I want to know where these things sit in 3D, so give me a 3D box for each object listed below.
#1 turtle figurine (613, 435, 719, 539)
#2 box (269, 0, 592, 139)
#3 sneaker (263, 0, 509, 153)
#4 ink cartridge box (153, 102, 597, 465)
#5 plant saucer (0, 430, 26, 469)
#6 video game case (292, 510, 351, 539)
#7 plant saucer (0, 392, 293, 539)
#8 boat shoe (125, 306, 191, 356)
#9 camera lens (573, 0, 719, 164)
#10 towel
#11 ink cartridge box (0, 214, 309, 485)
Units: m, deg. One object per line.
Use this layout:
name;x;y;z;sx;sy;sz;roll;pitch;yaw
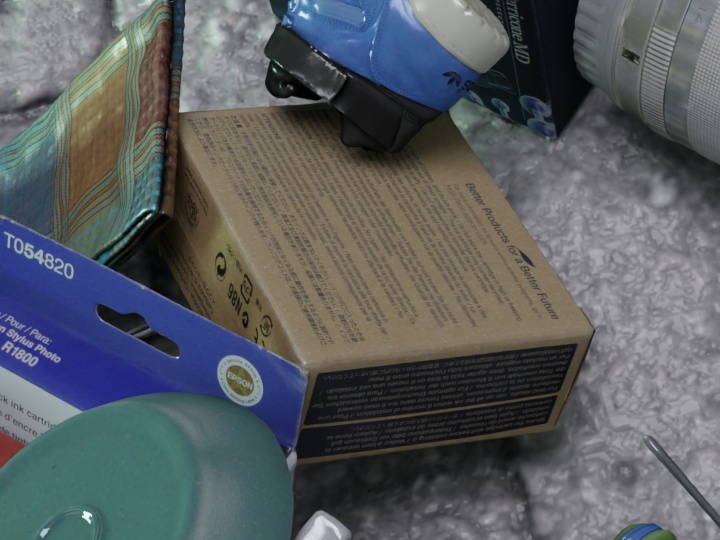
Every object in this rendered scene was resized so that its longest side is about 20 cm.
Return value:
turtle figurine;0.165;0.199;1.127;0.194;0.200;0.144;42;89;18
box;0.044;-0.186;1.376;0.199;0.149;0.107;25;68;23
sneaker;-0.027;-0.148;1.272;0.111;0.077;0.200;-45;82;14
ink cartridge box;0.000;0.000;1.264;0.164;0.075;0.200;-4;41;-26
plant saucer;-0.186;0.186;1.208;0.199;0.037;0.201;25;101;23
video game case;-0.067;0.212;1.137;0.023;0.200;0.182;34;71;11
plant saucer;-0.122;0.129;1.094;0.199;0.036;0.201;-24;42;23
boat shoe;-0.064;0.047;1.302;0.199;0.071;0.072;-25;58;-11
camera lens;0.232;-0.123;1.299;0.199;0.160;0.160;29;69;24
towel;-0.151;-0.046;1.322;0.022;0.200;0.148;18;55;-28
ink cartridge box;-0.123;0.095;1.219;0.199;0.201;0.041;25;40;23
